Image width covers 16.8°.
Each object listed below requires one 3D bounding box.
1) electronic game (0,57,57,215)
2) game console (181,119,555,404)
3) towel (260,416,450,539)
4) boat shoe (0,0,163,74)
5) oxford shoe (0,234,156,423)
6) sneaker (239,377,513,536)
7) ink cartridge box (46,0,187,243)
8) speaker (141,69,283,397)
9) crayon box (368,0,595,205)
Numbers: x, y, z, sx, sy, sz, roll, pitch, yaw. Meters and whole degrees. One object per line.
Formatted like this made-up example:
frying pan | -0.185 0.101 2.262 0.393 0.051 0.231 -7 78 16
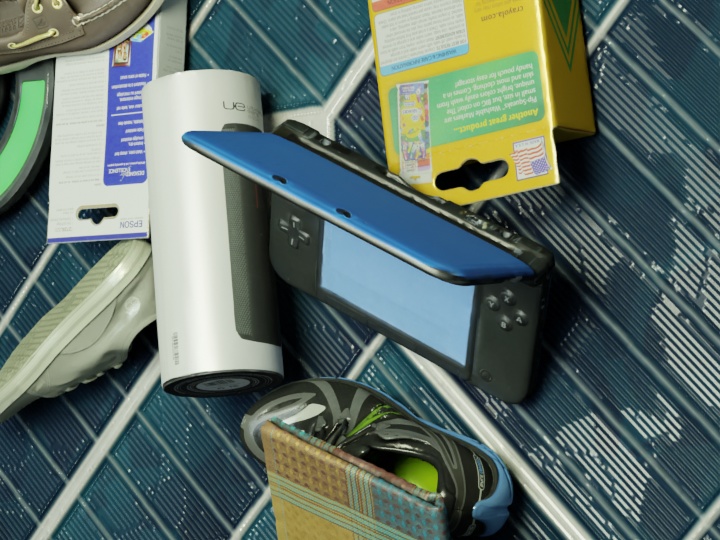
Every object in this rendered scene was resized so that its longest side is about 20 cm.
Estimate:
electronic game | -0.288 -0.131 1.748 0.199 0.041 0.202 -1 88 36
game console | 0.000 0.000 1.426 0.199 0.118 0.172 28 136 25
towel | 0.007 0.191 1.466 0.146 0.022 0.201 22 134 36
boat shoe | -0.213 -0.181 1.637 0.199 0.059 0.072 -14 74 35
oxford shoe | -0.193 0.053 1.661 0.200 0.058 0.075 -40 21 30
sneaker | 0.000 0.113 1.496 0.199 0.082 0.071 18 100 38
ink cartridge box | -0.164 -0.117 1.649 0.094 0.037 0.202 -3 79 36
speaker | -0.096 -0.025 1.563 0.081 0.081 0.202 -15 72 35
crayon box | 0.070 -0.138 1.473 0.125 0.051 0.202 -12 81 36
